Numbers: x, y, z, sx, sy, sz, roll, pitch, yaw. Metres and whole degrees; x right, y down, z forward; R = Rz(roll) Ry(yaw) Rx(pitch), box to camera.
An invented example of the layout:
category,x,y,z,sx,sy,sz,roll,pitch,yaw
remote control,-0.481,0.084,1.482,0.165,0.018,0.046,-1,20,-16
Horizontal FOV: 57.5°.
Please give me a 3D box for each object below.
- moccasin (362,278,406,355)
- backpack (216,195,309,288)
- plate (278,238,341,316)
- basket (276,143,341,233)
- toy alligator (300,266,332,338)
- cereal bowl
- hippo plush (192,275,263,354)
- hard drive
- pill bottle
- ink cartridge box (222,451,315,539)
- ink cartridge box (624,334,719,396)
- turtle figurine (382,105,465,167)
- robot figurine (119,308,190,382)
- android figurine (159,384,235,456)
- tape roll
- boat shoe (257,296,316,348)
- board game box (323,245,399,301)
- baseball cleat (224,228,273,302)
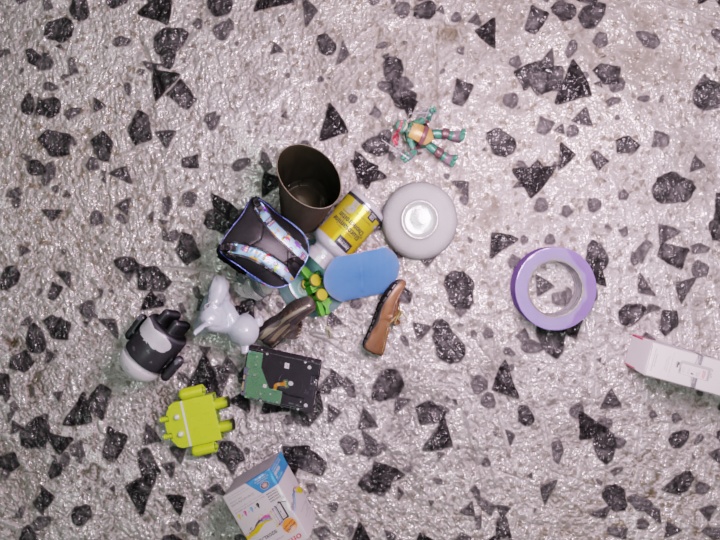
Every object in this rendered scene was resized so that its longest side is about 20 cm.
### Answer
category,x,y,z,sx,sy,sz,roll,pitch,yaw
moccasin,0.074,0.120,1.676,0.076,0.074,0.205,22,90,-6
backpack,-0.234,-0.054,1.621,0.199,0.134,0.184,35,72,-10
plate,-0.124,0.020,1.713,0.196,0.026,0.205,0,92,4
basket,-0.136,-0.184,1.606,0.135,0.200,0.181,-37,80,-21
toy alligator,-0.099,0.071,1.676,0.054,0.059,0.203,-24,90,-36
cereal bowl,0.149,-0.126,1.658,0.196,0.083,0.205,0,93,5
hippo plush,-0.325,0.113,1.665,0.158,0.200,0.162,23,81,-14
hard drive,-0.207,0.281,1.710,0.196,0.038,0.143,11,103,4
pill bottle,-0.044,-0.096,1.651,0.112,0.112,0.201,41,89,2
ink cartridge box,-0.227,0.606,1.678,0.146,0.145,0.202,-31,90,4
ink cartridge box,0.766,0.228,1.585,0.196,0.147,0.084,15,93,3
turtle figurine,0.157,-0.340,1.643,0.197,0.101,0.152,18,108,-11
robot figurine,-0.533,0.195,1.705,0.201,0.150,0.124,-49,124,4
android figurine,-0.436,0.399,1.743,0.196,0.041,0.186,-11,91,3
tape roll,0.477,0.043,1.635,0.196,0.085,0.205,0,91,5
boat shoe,-0.181,0.136,1.688,0.198,0.075,0.073,-32,110,30
board game box,0.000,0.000,1.660,0.196,0.039,0.160,-11,135,-7
baseball cleat,-0.310,-0.007,1.705,0.106,0.070,0.201,-38,86,8
